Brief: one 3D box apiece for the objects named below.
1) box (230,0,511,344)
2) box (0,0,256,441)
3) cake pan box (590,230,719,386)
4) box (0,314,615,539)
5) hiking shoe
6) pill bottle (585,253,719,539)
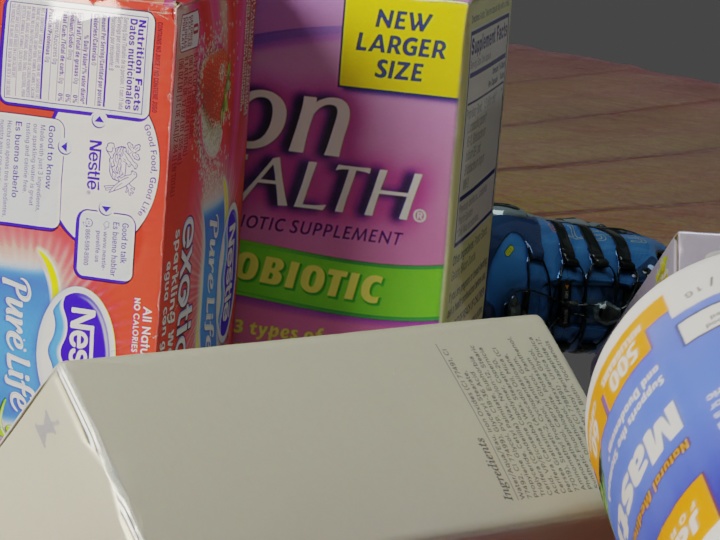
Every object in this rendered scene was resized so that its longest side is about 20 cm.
[{"bbox_3d":[-0.045,-0.012,0.972,0.175,0.202,0.097,8,11,11],"label":"box"},{"bbox_3d":[-0.098,0.000,0.884,0.099,0.202,0.095,7,13,13],"label":"box"},{"bbox_3d":[0.197,0.039,1.012,0.198,0.053,0.184,3,-15,-2],"label":"cake pan box"},{"bbox_3d":[-0.013,0.070,0.824,0.199,0.068,0.082,-3,56,-40],"label":"box"},{"bbox_3d":[0.102,0.006,1.272,0.086,0.075,0.200,10,12,30],"label":"hiking shoe"},{"bbox_3d":[0.132,0.083,0.748,0.111,0.113,0.200,3,25,-7],"label":"pill bottle"}]
